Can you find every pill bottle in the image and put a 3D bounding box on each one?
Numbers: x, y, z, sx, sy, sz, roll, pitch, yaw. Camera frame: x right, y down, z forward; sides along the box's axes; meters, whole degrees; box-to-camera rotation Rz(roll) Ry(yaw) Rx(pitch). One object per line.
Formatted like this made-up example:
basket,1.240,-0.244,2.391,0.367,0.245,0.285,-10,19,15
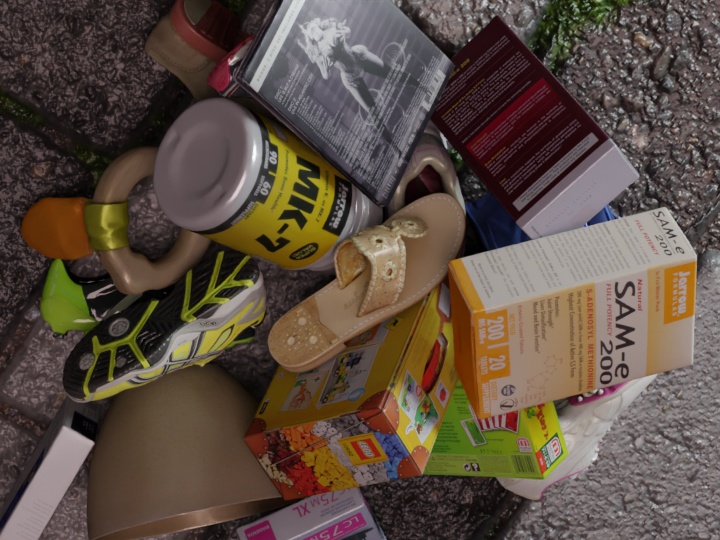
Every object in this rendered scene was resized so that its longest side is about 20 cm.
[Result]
pill bottle,-0.075,-0.066,1.653,0.199,0.114,0.115,22,106,-50

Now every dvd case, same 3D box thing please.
dvd case,-0.010,-0.168,1.614,0.200,0.016,0.150,40,69,-39

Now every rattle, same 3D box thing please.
rattle,-0.184,-0.065,1.728,0.131,0.142,0.200,52,57,-13

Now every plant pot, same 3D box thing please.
plant pot,-0.159,0.161,1.733,0.198,0.200,0.136,-11,80,-3

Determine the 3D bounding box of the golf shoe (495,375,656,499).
golf shoe,0.208,0.143,1.824,0.199,0.076,0.092,-34,123,6

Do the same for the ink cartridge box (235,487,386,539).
ink cartridge box,-0.032,0.272,1.787,0.118,0.042,0.200,-24,147,-1

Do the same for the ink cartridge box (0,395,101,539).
ink cartridge box,-0.304,0.214,1.764,0.039,0.100,0.201,30,102,-13

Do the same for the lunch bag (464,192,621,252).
lunch bag,0.193,0.005,1.737,0.131,0.136,0.201,-25,112,2

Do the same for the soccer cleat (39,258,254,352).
soccer cleat,-0.192,0.030,1.742,0.198,0.068,0.082,7,93,-8

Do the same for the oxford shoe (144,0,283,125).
oxford shoe,-0.103,-0.165,1.701,0.200,0.071,0.075,40,128,-19

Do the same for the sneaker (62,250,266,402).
sneaker,-0.166,0.065,1.671,0.199,0.076,0.077,-29,137,-5

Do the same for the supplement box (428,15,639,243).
supplement box,0.141,-0.119,1.663,0.109,0.200,0.061,-41,141,7

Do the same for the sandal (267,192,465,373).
sandal,0.004,0.004,1.636,0.211,0.070,0.078,-40,66,-2

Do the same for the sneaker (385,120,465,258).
sneaker,0.056,-0.032,1.735,0.080,0.088,0.202,-11,108,-3

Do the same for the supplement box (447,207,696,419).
supplement box,0.179,0.037,1.614,0.198,0.074,0.127,-14,131,-8

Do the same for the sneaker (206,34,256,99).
sneaker,-0.043,-0.164,1.636,0.199,0.080,0.075,-5,69,-43

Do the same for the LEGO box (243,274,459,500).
LEGO box,0.004,0.095,1.681,0.148,0.201,0.077,-14,122,31

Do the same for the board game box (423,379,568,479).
board game box,0.085,0.133,1.747,0.199,0.048,0.102,-3,113,40
